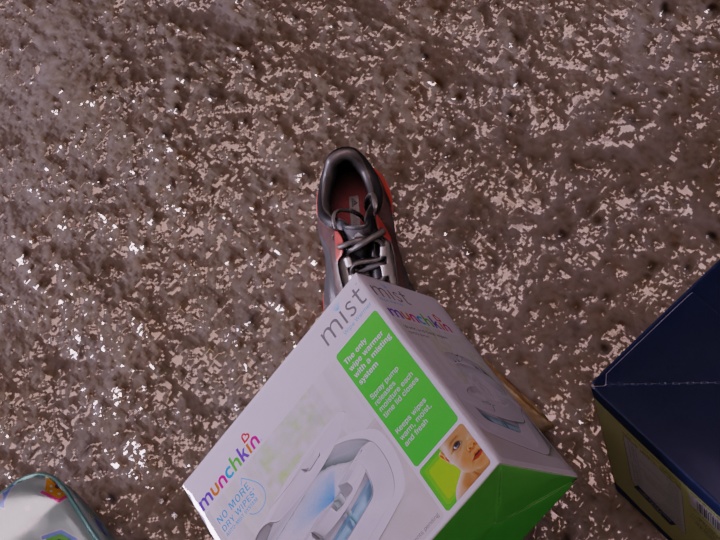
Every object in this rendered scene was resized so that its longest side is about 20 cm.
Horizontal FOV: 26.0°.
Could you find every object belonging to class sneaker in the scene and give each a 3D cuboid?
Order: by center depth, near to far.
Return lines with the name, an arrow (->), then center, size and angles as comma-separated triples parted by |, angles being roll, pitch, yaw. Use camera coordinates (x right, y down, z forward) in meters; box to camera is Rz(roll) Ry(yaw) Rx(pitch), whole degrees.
sneaker -> 0.000, 0.000, 1.143 | 0.077, 0.082, 0.201 | -17, 67, 1

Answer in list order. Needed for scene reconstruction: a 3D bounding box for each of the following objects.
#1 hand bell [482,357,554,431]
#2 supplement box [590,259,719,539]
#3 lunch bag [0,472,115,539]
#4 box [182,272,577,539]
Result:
hand bell -> 0.033, 0.149, 1.093 | 0.104, 0.104, 0.200 | 42, 93, 20
supplement box -> 0.267, 0.128, 0.980 | 0.134, 0.200, 0.200 | -41, 62, -8
lunch bag -> -0.248, 0.256, 1.084 | 0.200, 0.077, 0.161 | -39, 70, -7
box -> 0.008, 0.137, 1.013 | 0.200, 0.096, 0.177 | -50, 53, 18
